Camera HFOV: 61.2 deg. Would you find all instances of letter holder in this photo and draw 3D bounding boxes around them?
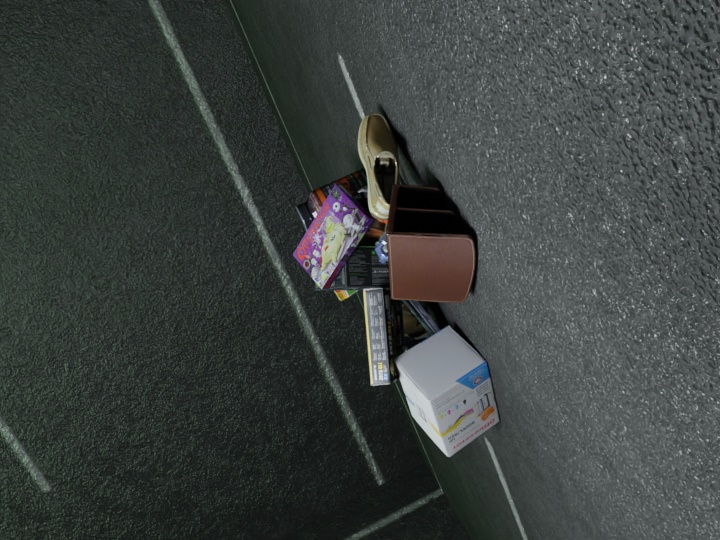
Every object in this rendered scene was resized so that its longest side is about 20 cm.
[{"bbox_3d":[0.122,-0.039,1.020,0.200,0.142,0.101,81,-165,-57],"label":"letter holder"}]

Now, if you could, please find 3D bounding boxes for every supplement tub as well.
[{"bbox_3d":[-0.046,-0.157,1.415,0.107,0.199,0.107,63,173,13],"label":"supplement tub"}]

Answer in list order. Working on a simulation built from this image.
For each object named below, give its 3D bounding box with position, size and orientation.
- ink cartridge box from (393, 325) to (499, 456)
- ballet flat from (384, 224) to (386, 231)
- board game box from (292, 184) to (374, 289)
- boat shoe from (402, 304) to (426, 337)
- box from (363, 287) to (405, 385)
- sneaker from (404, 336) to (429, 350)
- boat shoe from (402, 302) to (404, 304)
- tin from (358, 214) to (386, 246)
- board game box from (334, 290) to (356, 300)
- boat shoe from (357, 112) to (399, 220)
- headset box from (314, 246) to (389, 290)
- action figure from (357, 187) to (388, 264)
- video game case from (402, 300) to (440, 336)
[{"bbox_3d":[0.185,0.257,1.292,0.145,0.147,0.200,45,161,49],"label":"ink cartridge box"},{"bbox_3d":[0.106,-0.041,1.274,0.063,0.068,0.200,59,-171,-41],"label":"ballet flat"},{"bbox_3d":[-0.063,-0.072,1.332,0.032,0.200,0.120,3,-142,-48],"label":"board game box"},{"bbox_3d":[0.116,0.121,1.558,0.200,0.073,0.063,24,-145,-56],"label":"boat shoe"},{"bbox_3d":[0.056,0.138,1.324,0.160,0.049,0.201,3,-98,-71],"label":"box"},{"bbox_3d":[0.139,0.211,1.498,0.200,0.075,0.077,180,75,-69],"label":"sneaker"},{"bbox_3d":[0.082,0.092,1.631,0.063,0.073,0.202,46,-132,-56],"label":"boat shoe"},{"bbox_3d":[0.024,-0.084,1.405,0.200,0.112,0.042,35,-127,-66],"label":"tin"},{"bbox_3d":[-0.004,-0.003,1.684,0.096,0.200,0.030,58,149,-2],"label":"board game box"},{"bbox_3d":[0.041,-0.193,1.060,0.076,0.071,0.201,117,145,-72],"label":"boat shoe"},{"bbox_3d":[0.000,0.000,1.450,0.200,0.173,0.093,170,100,-64],"label":"headset box"},{"bbox_3d":[0.089,-0.107,1.153,0.194,0.104,0.200,59,144,2],"label":"action figure"},{"bbox_3d":[0.160,0.127,1.425,0.200,0.019,0.143,52,177,-12],"label":"video game case"}]
